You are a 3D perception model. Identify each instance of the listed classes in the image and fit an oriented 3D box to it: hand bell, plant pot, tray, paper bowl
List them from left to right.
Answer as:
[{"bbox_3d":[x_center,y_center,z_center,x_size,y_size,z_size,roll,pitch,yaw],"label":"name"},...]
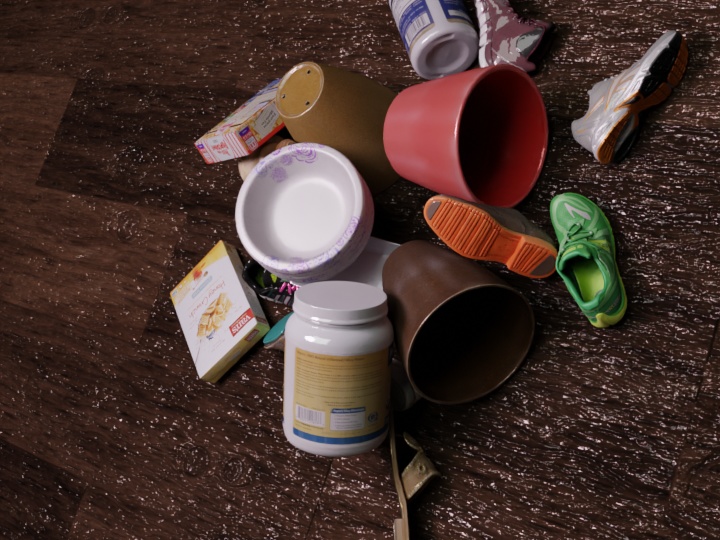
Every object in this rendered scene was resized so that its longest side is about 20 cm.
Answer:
[{"bbox_3d":[-0.128,-0.183,1.655,0.105,0.103,0.200,-70,15,-8],"label":"hand bell"},{"bbox_3d":[-0.078,-0.080,1.538,0.199,0.104,0.202,-4,73,15],"label":"paper bowl"},{"bbox_3d":[-0.037,-0.235,1.611,0.185,0.200,0.188,-14,64,32],"label":"plant pot"},{"bbox_3d":[0.000,0.000,1.562,0.199,0.022,0.108,16,79,18],"label":"tray"},{"bbox_3d":[0.108,0.047,1.415,0.187,0.187,0.200,-48,39,10],"label":"plant pot"},{"bbox_3d":[0.140,-0.192,1.480,0.177,0.200,0.202,12,78,47],"label":"plant pot"}]

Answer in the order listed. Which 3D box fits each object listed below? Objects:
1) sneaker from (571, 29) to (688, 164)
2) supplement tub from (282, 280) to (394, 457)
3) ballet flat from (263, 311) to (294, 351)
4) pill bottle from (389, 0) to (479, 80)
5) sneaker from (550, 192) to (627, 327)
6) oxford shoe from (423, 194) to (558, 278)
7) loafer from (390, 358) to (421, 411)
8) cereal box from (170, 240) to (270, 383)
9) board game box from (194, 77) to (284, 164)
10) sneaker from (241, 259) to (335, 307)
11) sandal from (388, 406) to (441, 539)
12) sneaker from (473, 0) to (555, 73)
[{"bbox_3d":[0.359,-0.249,1.408,0.201,0.076,0.092,-53,46,5],"label":"sneaker"},{"bbox_3d":[-0.029,0.127,1.364,0.144,0.144,0.202,17,112,40],"label":"supplement tub"},{"bbox_3d":[-0.087,0.092,1.585,0.068,0.067,0.200,-55,9,-34],"label":"ballet flat"},{"bbox_3d":[0.108,-0.408,1.633,0.111,0.111,0.201,-31,55,22],"label":"pill bottle"},{"bbox_3d":[0.294,-0.025,1.352,0.074,0.083,0.201,-29,56,24],"label":"sneaker"},{"bbox_3d":[0.174,-0.056,1.397,0.071,0.199,0.073,-54,17,34],"label":"oxford shoe"},{"bbox_3d":[0.024,0.151,1.498,0.199,0.063,0.072,19,123,49],"label":"loafer"},{"bbox_3d":[-0.238,0.067,1.726,0.144,0.039,0.201,-44,48,17],"label":"cereal box"},{"bbox_3d":[-0.164,-0.259,1.725,0.200,0.046,0.151,-43,22,-26],"label":"board game box"},{"bbox_3d":[-0.111,0.021,1.630,0.199,0.087,0.074,13,79,39],"label":"sneaker"},{"bbox_3d":[0.077,0.291,1.407,0.069,0.078,0.214,-3,74,2],"label":"sandal"},{"bbox_3d":[0.237,-0.380,1.560,0.115,0.076,0.202,-9,76,28],"label":"sneaker"}]
